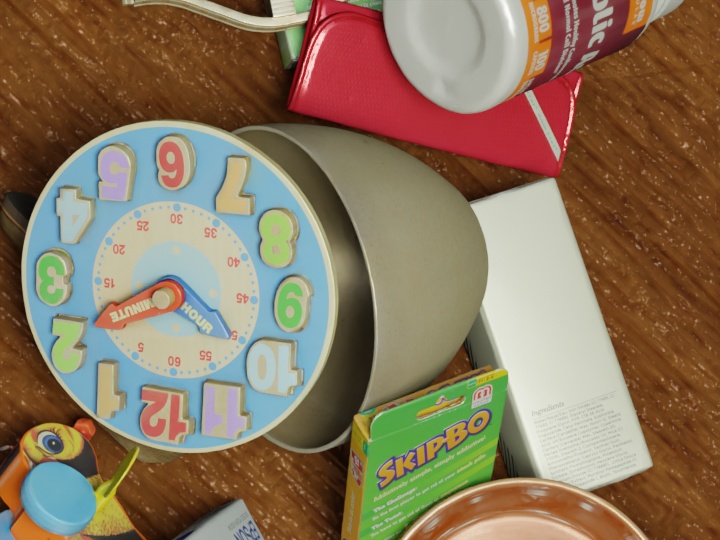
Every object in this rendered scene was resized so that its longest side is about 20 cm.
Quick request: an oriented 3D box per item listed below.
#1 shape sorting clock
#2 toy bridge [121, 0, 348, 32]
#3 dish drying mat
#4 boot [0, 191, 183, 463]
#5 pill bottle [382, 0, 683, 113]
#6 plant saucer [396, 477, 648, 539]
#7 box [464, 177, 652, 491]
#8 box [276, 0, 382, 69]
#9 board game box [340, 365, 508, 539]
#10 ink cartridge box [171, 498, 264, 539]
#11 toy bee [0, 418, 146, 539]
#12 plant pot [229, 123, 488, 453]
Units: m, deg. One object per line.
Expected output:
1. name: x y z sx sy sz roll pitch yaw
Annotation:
1. shape sorting clock: -0.109 0.011 1.200 0.199 0.039 0.201 5 108 16
2. toy bridge: -0.056 -0.189 1.318 0.199 0.027 0.068 -11 86 -11
3. dish drying mat: 0.052 -0.119 1.340 0.199 0.018 0.077 13 95 -23
4. boot: -0.170 0.037 1.283 0.075 0.074 0.200 -45 81 19
5. pill bottle: 0.120 -0.182 1.310 0.200 0.114 0.115 -27 88 -39
6. plant saucer: 0.097 0.227 1.238 0.199 0.032 0.202 1 83 -10
7. box: 0.115 0.048 1.332 0.082 0.068 0.201 -16 85 -13
8. box: -0.002 -0.245 1.367 0.144 0.036 0.201 -12 84 -12
9. board game box: 0.036 0.135 1.245 0.095 0.201 0.030 -19 52 -23
10. ink cartridge box: -0.057 0.243 1.209 0.043 0.196 0.201 -31 89 8
11. toy bee: -0.179 0.133 1.243 0.109 0.131 0.201 -34 98 -56
12. plant pot: 0.000 0.000 1.270 0.134 0.200 0.201 -13 85 -36
